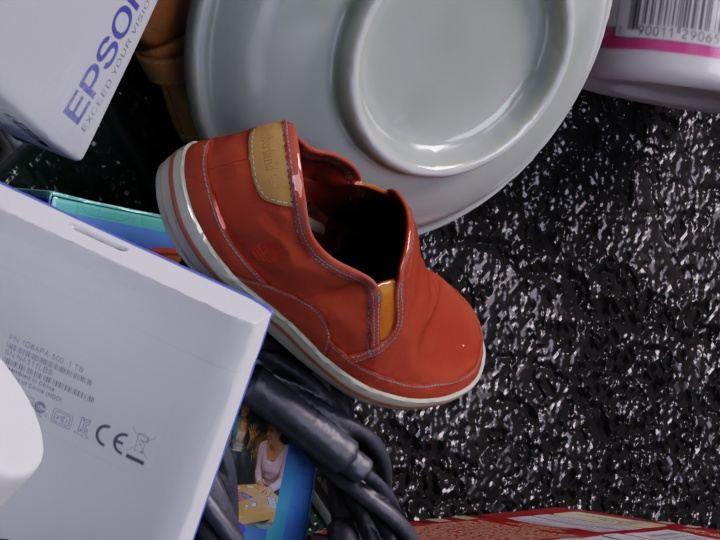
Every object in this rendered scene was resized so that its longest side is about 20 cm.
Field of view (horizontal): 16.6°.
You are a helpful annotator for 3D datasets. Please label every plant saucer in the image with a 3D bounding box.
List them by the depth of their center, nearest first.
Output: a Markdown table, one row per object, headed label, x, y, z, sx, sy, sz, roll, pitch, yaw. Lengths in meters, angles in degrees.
| label | x | y | z | sx | sy | sz | roll | pitch | yaw |
| --- | --- | --- | --- | --- | --- | --- | --- | --- | --- |
| plant saucer | 0.029 | -0.094 | 0.970 | 0.200 | 0.050 | 0.201 | -16 | 123 | -27 |

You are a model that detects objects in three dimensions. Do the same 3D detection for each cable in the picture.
| label | x | y | z | sx | sy | sz | roll | pitch | yaw |
| --- | --- | --- | --- | --- | --- | --- | --- | --- | --- |
| cable | -0.028 | 0.088 | 0.933 | 0.163 | 0.051 | 0.201 | -14 | 87 | -60 |

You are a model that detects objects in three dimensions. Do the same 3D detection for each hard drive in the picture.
| label | x | y | z | sx | sy | sz | roll | pitch | yaw |
| --- | --- | --- | --- | --- | --- | --- | --- | --- | --- |
| hard drive | -0.122 | 0.078 | 0.862 | 0.201 | 0.132 | 0.025 | -70 | 168 | 19 |

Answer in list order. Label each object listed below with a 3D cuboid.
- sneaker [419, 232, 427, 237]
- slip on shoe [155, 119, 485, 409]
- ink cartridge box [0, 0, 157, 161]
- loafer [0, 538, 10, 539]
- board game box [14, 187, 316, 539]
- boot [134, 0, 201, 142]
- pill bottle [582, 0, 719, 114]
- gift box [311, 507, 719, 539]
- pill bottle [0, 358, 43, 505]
| label | x | y | z | sx | sy | sz | roll | pitch | yaw |
| --- | --- | --- | --- | --- | --- | --- | --- | --- | --- |
| sneaker | 0.030 | -0.110 | 1.034 | 0.071 | 0.080 | 0.201 | -4 | 97 | -41 |
| slip on shoe | 0.000 | 0.000 | 0.953 | 0.200 | 0.061 | 0.074 | 37 | 37 | -50 |
| ink cartridge box | -0.105 | -0.161 | 0.815 | 0.200 | 0.040 | 0.200 | -66 | 155 | -9 |
| loafer | -0.164 | 0.176 | 0.845 | 0.071 | 0.200 | 0.073 | 42 | 27 | -15 |
| board game box | -0.088 | 0.077 | 0.980 | 0.152 | 0.045 | 0.201 | 12 | 87 | -39 |
| boot | -0.032 | -0.158 | 0.992 | 0.200 | 0.074 | 0.155 | -35 | 118 | -25 |
| pill bottle | 0.160 | -0.176 | 1.114 | 0.113 | 0.113 | 0.201 | 10 | 88 | -39 |
| gift box | 0.099 | 0.206 | 1.058 | 0.199 | 0.184 | 0.188 | 1 | 92 | -36 |
| pill bottle | -0.201 | 0.096 | 0.789 | 0.200 | 0.114 | 0.114 | -43 | 126 | 14 |
